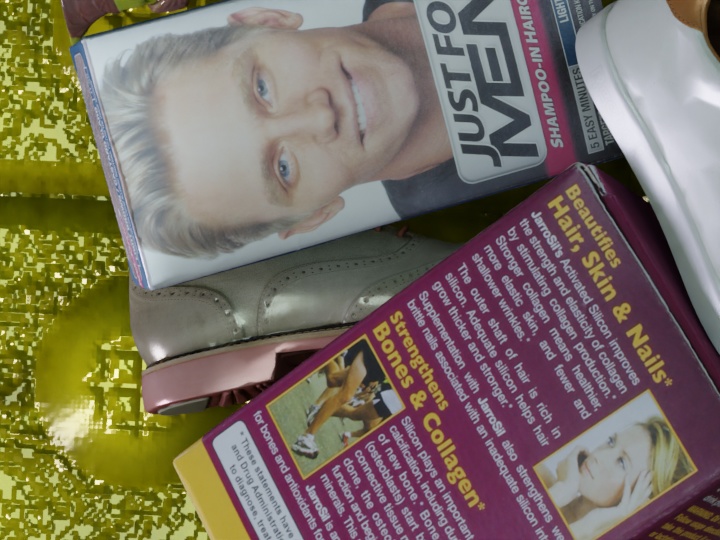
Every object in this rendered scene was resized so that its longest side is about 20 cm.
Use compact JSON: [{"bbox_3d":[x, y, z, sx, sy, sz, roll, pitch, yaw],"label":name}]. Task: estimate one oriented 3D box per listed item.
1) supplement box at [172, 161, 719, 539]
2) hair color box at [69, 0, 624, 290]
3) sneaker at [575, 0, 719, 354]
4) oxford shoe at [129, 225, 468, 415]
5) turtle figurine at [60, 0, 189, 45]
[{"bbox_3d":[0.052,0.076,0.884,0.200,0.103,0.131,-35,65,15],"label":"supplement box"},{"bbox_3d":[-0.003,-0.066,0.912,0.199,0.061,0.101,-16,96,-10],"label":"hair color box"},{"bbox_3d":[0.155,-0.022,0.826,0.085,0.073,0.201,-35,83,38],"label":"sneaker"},{"bbox_3d":[0.000,0.000,0.957,0.199,0.071,0.074,-15,81,0],"label":"oxford shoe"},{"bbox_3d":[-0.041,-0.128,0.963,0.160,0.064,0.201,-2,86,2],"label":"turtle figurine"}]
